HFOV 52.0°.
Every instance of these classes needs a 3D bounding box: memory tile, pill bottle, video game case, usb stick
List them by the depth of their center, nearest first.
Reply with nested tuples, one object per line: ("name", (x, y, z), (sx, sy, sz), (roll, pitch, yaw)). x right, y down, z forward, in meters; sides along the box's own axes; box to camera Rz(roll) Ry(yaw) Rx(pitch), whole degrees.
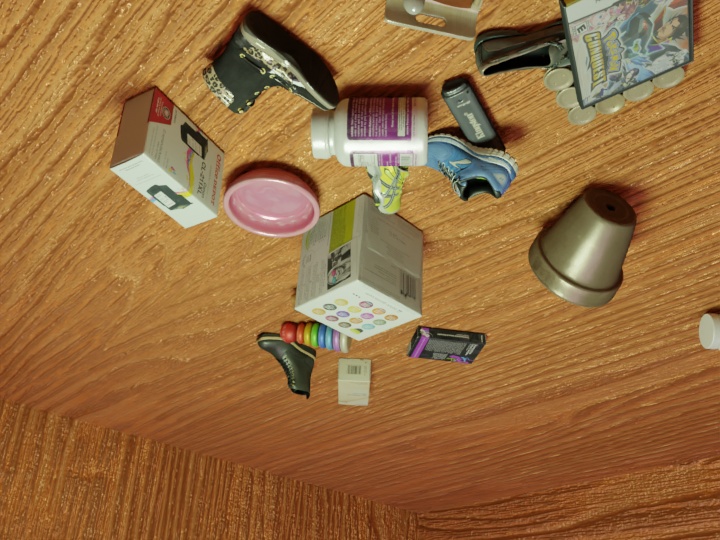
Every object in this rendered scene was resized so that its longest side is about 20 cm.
("video game case", (0.387, -0.343, 1.059), (0.177, 0.026, 0.201), (-22, 140, 11))
("memory tile", (0.404, -0.311, 1.177), (0.196, 0.017, 0.152), (-21, 142, 33))
("pill bottle", (0.017, -0.234, 1.247), (0.193, 0.115, 0.113), (1, 150, 4))
("usb stick", (0.197, -0.255, 1.272), (0.054, 0.033, 0.200), (-12, 146, 26))
("pill bottle", (0.952, 0.153, 1.823), (0.193, 0.115, 0.113), (2, 150, 1))

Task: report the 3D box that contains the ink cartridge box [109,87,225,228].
("ink cartridge box", (-0.334, -0.195, 1.308), (0.081, 0.149, 0.200), (-15, 146, 24))

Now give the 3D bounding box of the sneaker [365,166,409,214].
("sneaker", (0.059, -0.173, 1.384), (0.074, 0.077, 0.201), (-4, 151, 12))

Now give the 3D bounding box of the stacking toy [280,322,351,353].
("stacking toy", (-0.123, 0.170, 1.994), (0.194, 0.087, 0.086), (5, 151, 11))

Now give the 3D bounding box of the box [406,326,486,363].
("box", (0.238, 0.210, 2.060), (0.194, 0.037, 0.144), (8, 150, -6))

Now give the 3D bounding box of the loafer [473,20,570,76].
("loafer", (0.270, -0.326, 1.114), (0.194, 0.065, 0.072), (-4, 150, 11))

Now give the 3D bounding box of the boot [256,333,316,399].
("boot", (-0.211, 0.271, 2.097), (0.196, 0.142, 0.077), (22, 145, -29))

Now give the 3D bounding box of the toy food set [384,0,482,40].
("toy food set", (0.120, -0.406, 0.995), (0.139, 0.062, 0.201), (8, 150, -9))

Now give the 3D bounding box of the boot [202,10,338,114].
("boot", (-0.145, -0.303, 1.180), (0.198, 0.075, 0.149), (32, 138, -34))

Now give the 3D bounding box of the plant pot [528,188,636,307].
("plant pot", (0.452, -0.060, 1.458), (0.194, 0.203, 0.177), (9, 132, -11))

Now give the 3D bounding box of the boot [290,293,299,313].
("boot", (-0.095, 0.062, 1.814), (0.150, 0.079, 0.201), (7, 157, 1))

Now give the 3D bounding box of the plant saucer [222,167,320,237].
("plant saucer", (-0.176, -0.141, 1.482), (0.194, 0.052, 0.202), (3, 150, 2))

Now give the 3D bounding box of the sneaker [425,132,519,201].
("sneaker", (0.176, -0.179, 1.306), (0.196, 0.091, 0.079), (20, 164, 30))

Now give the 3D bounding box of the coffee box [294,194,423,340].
("coffee box", (0.000, 0.000, 1.555), (0.195, 0.205, 0.198), (-23, 141, 39))

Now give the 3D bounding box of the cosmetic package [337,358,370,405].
("cosmetic package", (-0.020, 0.345, 2.275), (0.100, 0.075, 0.202), (2, 149, 1))
